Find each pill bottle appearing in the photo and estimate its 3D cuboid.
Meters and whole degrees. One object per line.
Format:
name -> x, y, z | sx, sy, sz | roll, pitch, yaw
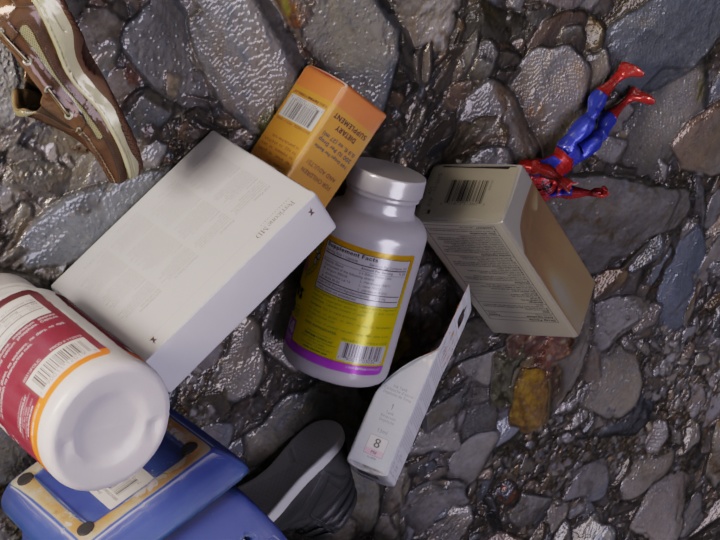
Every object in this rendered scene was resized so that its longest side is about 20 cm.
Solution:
pill bottle -> -0.251, 0.083, 1.531 | 0.114, 0.200, 0.114 | -20, 124, -32
pill bottle -> 0.000, 0.000, 1.773 | 0.104, 0.104, 0.200 | 2, 111, -42

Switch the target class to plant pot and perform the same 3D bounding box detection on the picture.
plant pot -> -0.188, 0.235, 1.678 | 0.200, 0.200, 0.180 | -35, 126, -21

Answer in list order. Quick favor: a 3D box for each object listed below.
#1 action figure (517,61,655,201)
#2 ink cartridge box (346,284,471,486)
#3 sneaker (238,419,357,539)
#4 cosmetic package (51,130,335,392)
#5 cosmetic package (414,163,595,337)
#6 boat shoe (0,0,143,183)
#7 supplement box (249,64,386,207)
action figure -> 0.233, -0.116, 1.922 | 0.200, 0.099, 0.065 | -43, 133, -12
ink cartridge box -> 0.049, 0.110, 1.868 | 0.163, 0.057, 0.200 | 70, 40, -79
sneaker -> -0.076, 0.245, 1.863 | 0.200, 0.071, 0.099 | -41, 129, -22
cosmetic package -> -0.142, -0.011, 1.610 | 0.200, 0.151, 0.052 | -45, 134, -12
cosmetic package -> 0.144, -0.018, 1.879 | 0.200, 0.105, 0.071 | 53, 49, -45
boat shoe -> -0.243, -0.145, 1.515 | 0.075, 0.075, 0.202 | -30, 125, -8
supplement box -> -0.065, -0.079, 1.700 | 0.067, 0.069, 0.200 | 34, 90, -45
